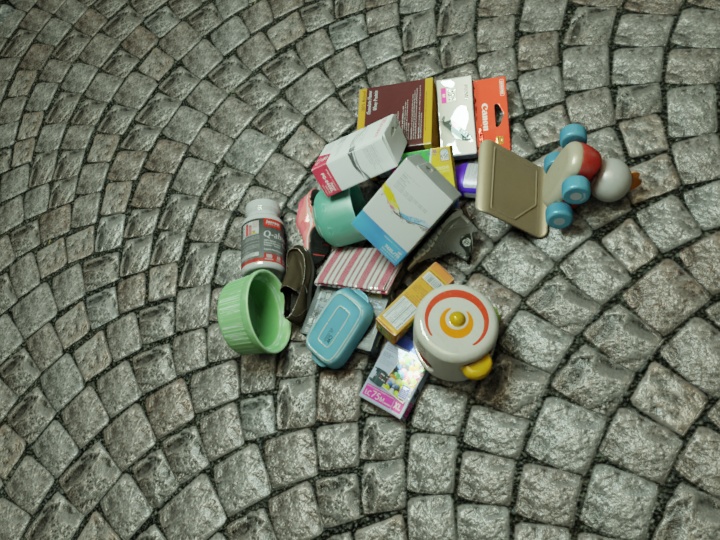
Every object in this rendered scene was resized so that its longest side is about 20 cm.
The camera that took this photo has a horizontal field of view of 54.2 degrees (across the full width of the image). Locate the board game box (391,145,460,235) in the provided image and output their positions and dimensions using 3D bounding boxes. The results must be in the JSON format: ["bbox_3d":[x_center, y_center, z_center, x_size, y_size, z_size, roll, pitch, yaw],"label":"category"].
[{"bbox_3d":[0.159,-0.188,1.692,0.150,0.040,0.204,-7,99,18],"label":"board game box"}]

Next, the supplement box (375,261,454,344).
[{"bbox_3d":[0.124,0.075,1.603,0.199,0.067,0.069,-40,71,-15],"label":"supplement box"}]

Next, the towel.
[{"bbox_3d":[0.000,0.000,1.701,0.197,0.030,0.147,6,40,25],"label":"towel"}]

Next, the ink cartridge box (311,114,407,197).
[{"bbox_3d":[0.001,-0.271,1.654,0.198,0.084,0.146,-20,26,26],"label":"ink cartridge box"}]

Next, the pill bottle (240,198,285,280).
[{"bbox_3d":[-0.252,-0.075,1.817,0.114,0.116,0.203,-13,63,15],"label":"pill bottle"}]

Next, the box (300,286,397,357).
[{"bbox_3d":[-0.028,0.106,1.684,0.197,0.051,0.160,11,71,26],"label":"box"}]

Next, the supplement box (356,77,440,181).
[{"bbox_3d":[0.103,-0.359,1.800,0.197,0.133,0.200,-5,65,19],"label":"supplement box"}]

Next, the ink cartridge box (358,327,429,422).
[{"bbox_3d":[0.094,0.224,1.590,0.118,0.042,0.202,24,75,28],"label":"ink cartridge box"}]

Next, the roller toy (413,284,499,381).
[{"bbox_3d":[0.202,0.133,1.507,0.179,0.140,0.202,12,61,9],"label":"roller toy"}]

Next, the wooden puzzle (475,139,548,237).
[{"bbox_3d":[0.349,-0.186,1.623,0.037,0.197,0.188,-31,46,56],"label":"wooden puzzle"}]

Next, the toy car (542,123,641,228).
[{"bbox_3d":[0.525,-0.195,1.574,0.197,0.178,0.187,12,56,-4],"label":"toy car"}]

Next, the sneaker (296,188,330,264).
[{"bbox_3d":[-0.128,-0.105,1.823,0.086,0.073,0.204,-20,63,45],"label":"sneaker"}]

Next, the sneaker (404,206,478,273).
[{"bbox_3d":[0.200,-0.041,1.655,0.115,0.075,0.200,39,112,-4],"label":"sneaker"}]

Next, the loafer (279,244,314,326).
[{"bbox_3d":[-0.159,0.033,1.729,0.072,0.071,0.204,-13,75,35],"label":"loafer"}]

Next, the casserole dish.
[{"bbox_3d":[-0.054,0.132,1.623,0.121,0.039,0.202,37,97,27],"label":"casserole dish"}]

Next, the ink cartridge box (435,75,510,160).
[{"bbox_3d":[0.281,-0.384,1.756,0.171,0.043,0.204,-5,84,16],"label":"ink cartridge box"}]

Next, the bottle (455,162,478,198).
[{"bbox_3d":[0.266,-0.219,1.711,0.197,0.065,0.085,7,64,24],"label":"bottle"}]

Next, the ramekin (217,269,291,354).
[{"bbox_3d":[-0.256,0.106,1.693,0.096,0.200,0.203,-12,62,23],"label":"ramekin"}]

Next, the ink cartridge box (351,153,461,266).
[{"bbox_3d":[0.108,-0.142,1.617,0.146,0.147,0.200,43,110,4],"label":"ink cartridge box"}]

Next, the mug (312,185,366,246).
[{"bbox_3d":[-0.048,-0.137,1.762,0.113,0.185,0.155,-16,86,14],"label":"mug"}]
